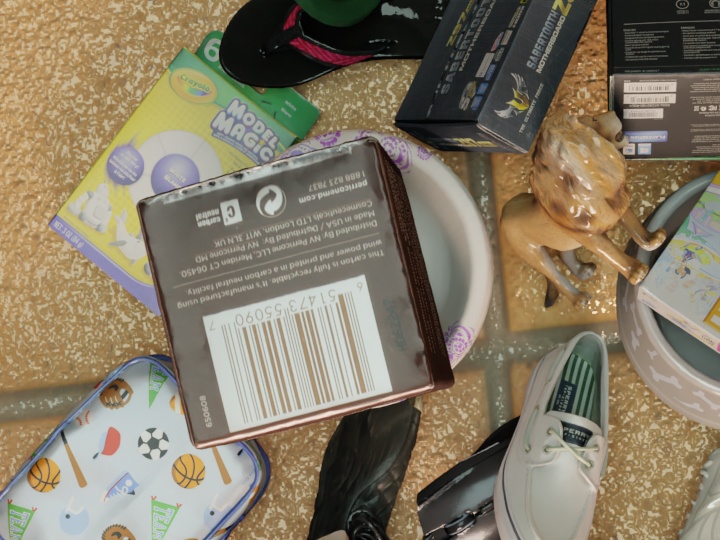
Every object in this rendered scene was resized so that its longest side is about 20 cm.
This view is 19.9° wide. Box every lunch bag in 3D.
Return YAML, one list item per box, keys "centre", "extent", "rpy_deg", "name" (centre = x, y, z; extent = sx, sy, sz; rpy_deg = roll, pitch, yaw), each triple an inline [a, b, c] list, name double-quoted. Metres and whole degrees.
- centre: [-0.173, 0.175, 1.550]
  extent: [0.160, 0.076, 0.200]
  rpy_deg: [44, 92, 3]
  name: "lunch bag"

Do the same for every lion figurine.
- centre: [0.143, -0.038, 1.466]
  extent: [0.122, 0.200, 0.073]
  rpy_deg: [40, 59, -7]
  name: "lion figurine"

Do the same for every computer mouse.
- centre: [0.099, 0.201, 1.515]
  extent: [0.199, 0.046, 0.141]
  rpy_deg: [-28, 94, -12]
  name: "computer mouse"

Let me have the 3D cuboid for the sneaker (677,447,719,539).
- centre: [0.272, 0.180, 1.513]
  extent: [0.200, 0.075, 0.081]
  rpy_deg: [-42, 74, -2]
  name: "sneaker"

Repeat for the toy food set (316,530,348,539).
- centre: [-0.028, 0.303, 1.515]
  extent: [0.142, 0.060, 0.201]
  rpy_deg: [-25, 105, 12]
  name: "toy food set"

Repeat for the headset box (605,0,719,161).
- centre: [0.261, -0.185, 1.470]
  extent: [0.172, 0.093, 0.202]
  rpy_deg: [-1, 53, 5]
  name: "headset box"

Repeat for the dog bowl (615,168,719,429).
- centre: [0.286, 0.015, 1.496]
  extent: [0.198, 0.059, 0.202]
  rpy_deg: [-1, 75, 4]
  name: "dog bowl"

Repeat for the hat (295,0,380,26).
- centre: [-0.080, -0.272, 1.544]
  extent: [0.175, 0.166, 0.201]
  rpy_deg: [-2, 51, 36]
  name: "hat"

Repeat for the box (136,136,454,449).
- centre: [-0.038, 0.019, 1.374]
  extent: [0.164, 0.200, 0.166]
  rpy_deg: [-15, 86, 5]
  name: "box"

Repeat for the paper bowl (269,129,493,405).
- centre: [0.000, 0.000, 1.522]
  extent: [0.198, 0.104, 0.203]
  rpy_deg: [0, 89, 6]
  name: "paper bowl"

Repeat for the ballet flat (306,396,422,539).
- centre: [0.001, 0.173, 1.553]
  extent: [0.066, 0.057, 0.202]
  rpy_deg: [16, 85, 35]
  name: "ballet flat"

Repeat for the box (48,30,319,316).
- centre: [-0.132, -0.077, 1.568]
  extent: [0.117, 0.048, 0.201]
  rpy_deg: [37, 90, 5]
  name: "box"

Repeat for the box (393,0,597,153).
- centre: [0.110, -0.183, 1.481]
  extent: [0.051, 0.158, 0.201]
  rpy_deg: [28, 85, -19]
  name: "box"

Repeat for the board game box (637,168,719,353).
- centre: [0.314, 0.017, 1.444]
  extent: [0.199, 0.034, 0.135]
  rpy_deg: [34, 81, 13]
  name: "board game box"

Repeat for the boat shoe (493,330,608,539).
- centre: [0.141, 0.126, 1.467]
  extent: [0.073, 0.067, 0.201]
  rpy_deg: [18, 47, -12]
  name: "boat shoe"

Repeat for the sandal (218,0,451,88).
- centre: [-0.010, -0.185, 1.544]
  extent: [0.198, 0.045, 0.076]
  rpy_deg: [-9, 85, -4]
  name: "sandal"
